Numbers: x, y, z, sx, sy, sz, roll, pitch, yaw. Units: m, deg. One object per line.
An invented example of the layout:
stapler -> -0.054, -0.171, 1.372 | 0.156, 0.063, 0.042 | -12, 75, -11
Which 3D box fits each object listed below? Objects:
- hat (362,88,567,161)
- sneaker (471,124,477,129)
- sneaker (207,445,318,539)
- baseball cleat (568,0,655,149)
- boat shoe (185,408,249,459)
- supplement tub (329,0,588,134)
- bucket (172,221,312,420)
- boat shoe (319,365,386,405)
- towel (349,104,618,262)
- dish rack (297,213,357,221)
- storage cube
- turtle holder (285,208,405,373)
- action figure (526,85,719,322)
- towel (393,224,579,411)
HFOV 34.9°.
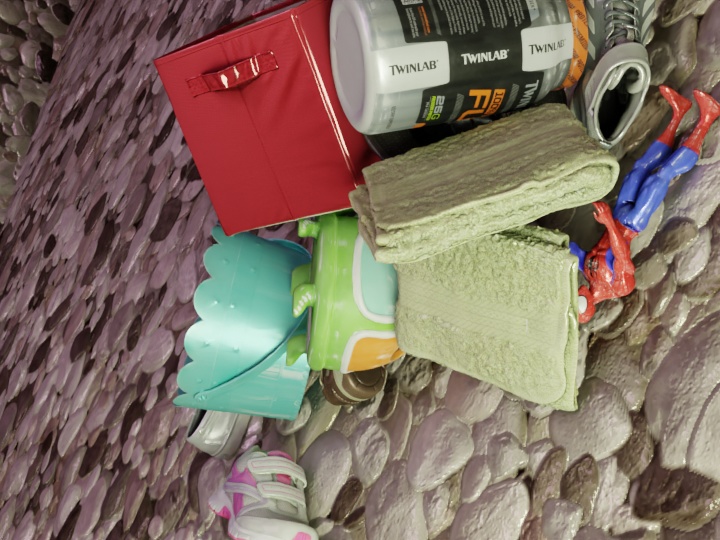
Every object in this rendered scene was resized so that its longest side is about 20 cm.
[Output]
hat -> 0.088, -0.134, 1.046 | 0.081, 0.197, 0.204 | 115, 169, -65
sneaker -> 0.122, -0.157, 1.164 | 0.201, 0.076, 0.081 | -117, 25, -50
sneaker -> -0.094, 0.231, 1.169 | 0.199, 0.081, 0.089 | 19, 84, 62
baseball cleat -> 0.224, -0.200, 0.966 | 0.106, 0.068, 0.204 | -147, 62, -82
boat shoe -> -0.162, 0.124, 1.394 | 0.072, 0.068, 0.203 | -9, 58, 57
supplement tub -> 0.081, -0.188, 0.955 | 0.122, 0.197, 0.125 | 169, 90, -75
bucket -> -0.116, 0.059, 1.234 | 0.207, 0.132, 0.211 | -167, 90, -84
boat shoe -> -0.013, 0.045, 1.202 | 0.075, 0.074, 0.205 | -38, 37, 49
towel -> 0.090, -0.068, 0.897 | 0.197, 0.037, 0.149 | -21, 28, 2
dish rack -> -0.053, -0.125, 1.313 | 0.043, 0.202, 0.172 | -25, 44, -18
storage cube -> -0.058, -0.158, 1.085 | 0.169, 0.182, 0.200 | -11, 19, 32
turtle holder -> -0.001, 0.011, 1.101 | 0.187, 0.129, 0.143 | -91, 7, -54
action figure -> 0.198, -0.060, 0.903 | 0.203, 0.098, 0.065 | -65, 26, 1
towel -> 0.097, 0.024, 0.935 | 0.198, 0.036, 0.151 | 19, 121, 45
